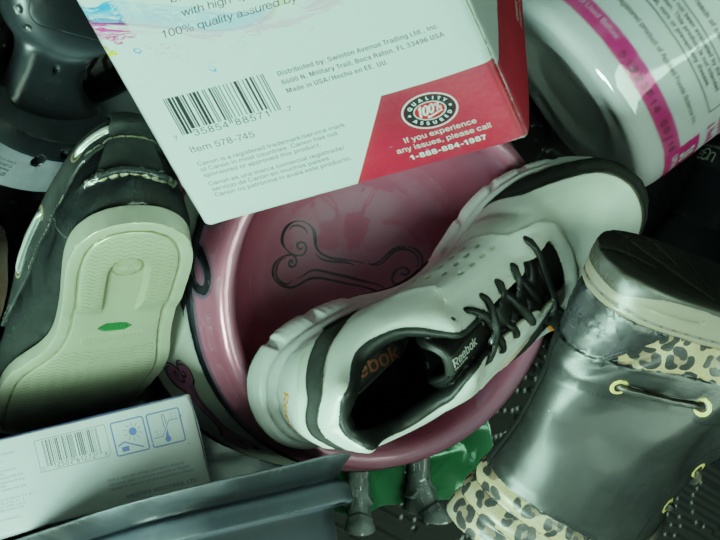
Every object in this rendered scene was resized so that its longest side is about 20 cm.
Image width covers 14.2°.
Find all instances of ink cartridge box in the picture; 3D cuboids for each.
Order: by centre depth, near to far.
[{"bbox_3d":[-0.033,-0.149,1.151,0.145,0.145,0.200,-14,135,14],"label":"ink cartridge box"},{"bbox_3d":[-0.172,0.100,1.269,0.199,0.094,0.044,-13,85,-15],"label":"ink cartridge box"}]

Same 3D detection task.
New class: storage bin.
[{"bbox_3d":[-0.090,0.170,1.258,0.145,0.200,0.135,-9,81,-42],"label":"storage bin"}]

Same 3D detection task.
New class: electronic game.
[{"bbox_3d":[-0.123,-0.131,1.260,0.200,0.042,0.201,-14,116,-32],"label":"electronic game"}]

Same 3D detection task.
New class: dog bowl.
[{"bbox_3d":[0.000,0.000,1.302,0.200,0.074,0.201,-5,103,-23],"label":"dog bowl"}]

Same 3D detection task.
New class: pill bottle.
[{"bbox_3d":[0.174,-0.138,1.369,0.200,0.113,0.114,-36,120,-11],"label":"pill bottle"}]

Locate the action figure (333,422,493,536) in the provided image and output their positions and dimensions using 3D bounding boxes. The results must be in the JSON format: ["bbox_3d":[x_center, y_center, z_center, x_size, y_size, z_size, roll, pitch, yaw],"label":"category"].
[{"bbox_3d":[0.014,0.025,1.383,0.118,0.055,0.201,-8,107,-22],"label":"action figure"}]

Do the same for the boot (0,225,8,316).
[{"bbox_3d":[-0.252,0.054,1.252,0.200,0.064,0.187,12,101,-34],"label":"boot"}]

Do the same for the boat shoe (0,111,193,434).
[{"bbox_3d":[-0.119,0.009,1.262,0.072,0.068,0.200,-2,148,-22],"label":"boat shoe"}]

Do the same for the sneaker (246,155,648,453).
[{"bbox_3d":[0.051,0.020,1.245,0.200,0.080,0.074,-35,111,-16],"label":"sneaker"}]

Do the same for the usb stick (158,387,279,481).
[{"bbox_3d":[-0.069,0.040,1.352,0.055,0.033,0.201,-7,111,-5],"label":"usb stick"}]

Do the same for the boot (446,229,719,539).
[{"bbox_3d":[0.147,0.079,1.276,0.200,0.073,0.151,22,112,-31],"label":"boot"}]

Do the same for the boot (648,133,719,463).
[{"bbox_3d":[0.212,0.029,1.468,0.200,0.076,0.168,34,87,-25],"label":"boot"}]
